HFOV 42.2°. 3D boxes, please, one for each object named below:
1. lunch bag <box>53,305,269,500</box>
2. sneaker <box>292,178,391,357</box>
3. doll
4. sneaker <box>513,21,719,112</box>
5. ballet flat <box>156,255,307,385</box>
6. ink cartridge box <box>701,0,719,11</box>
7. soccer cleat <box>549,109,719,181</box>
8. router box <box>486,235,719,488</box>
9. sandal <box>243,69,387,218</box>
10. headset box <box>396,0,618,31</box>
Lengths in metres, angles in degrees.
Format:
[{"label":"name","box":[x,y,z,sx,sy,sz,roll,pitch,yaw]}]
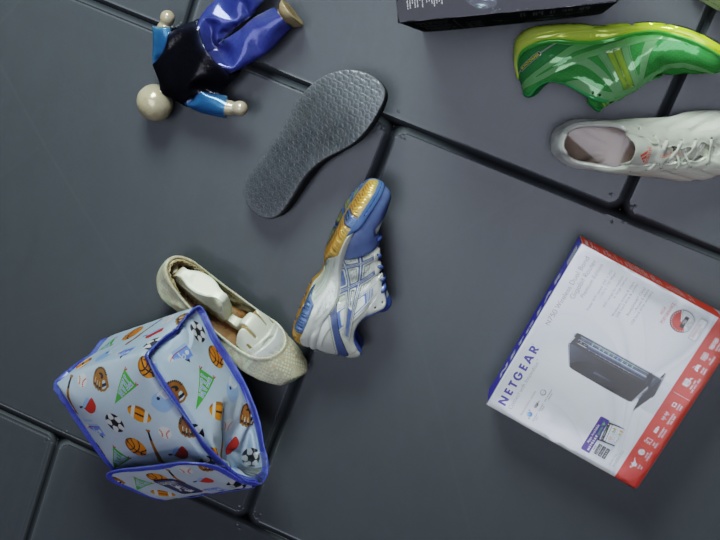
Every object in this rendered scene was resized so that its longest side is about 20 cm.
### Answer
[{"label":"lunch bag","box":[-0.208,0.164,1.016,0.170,0.124,0.200,-16,110,36]},{"label":"sneaker","box":[0.000,0.000,0.993,0.088,0.075,0.201,22,112,-6]},{"label":"doll","box":[-0.157,-0.222,0.980,0.200,0.048,0.137,-34,93,15]},{"label":"sneaker","box":[0.248,-0.195,0.899,0.199,0.074,0.084,3,100,20]},{"label":"ballet flat","box":[-0.142,0.055,1.019,0.200,0.068,0.062,34,150,3]},{"label":"ink cartridge box","box":[0.415,-0.310,0.834,0.146,0.086,0.200,30,104,4]},{"label":"soccer cleat","box":[0.285,-0.119,0.902,0.199,0.078,0.070,1,102,10]},{"label":"router box","box":[0.256,0.095,0.967,0.179,0.049,0.200,28,105,4]},{"label":"sandal","box":[-0.050,-0.138,0.987,0.200,0.043,0.076,-41,84,25]},{"label":"headset box","box":[0.140,-0.275,0.847,0.199,0.174,0.093,-2,102,12]}]
